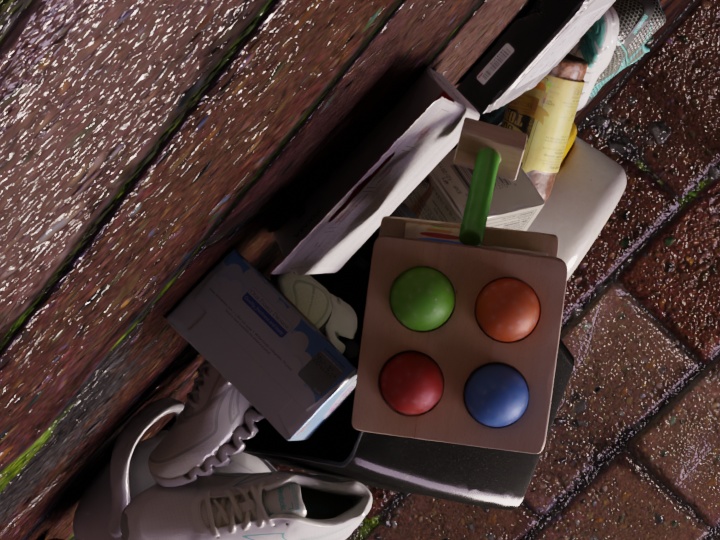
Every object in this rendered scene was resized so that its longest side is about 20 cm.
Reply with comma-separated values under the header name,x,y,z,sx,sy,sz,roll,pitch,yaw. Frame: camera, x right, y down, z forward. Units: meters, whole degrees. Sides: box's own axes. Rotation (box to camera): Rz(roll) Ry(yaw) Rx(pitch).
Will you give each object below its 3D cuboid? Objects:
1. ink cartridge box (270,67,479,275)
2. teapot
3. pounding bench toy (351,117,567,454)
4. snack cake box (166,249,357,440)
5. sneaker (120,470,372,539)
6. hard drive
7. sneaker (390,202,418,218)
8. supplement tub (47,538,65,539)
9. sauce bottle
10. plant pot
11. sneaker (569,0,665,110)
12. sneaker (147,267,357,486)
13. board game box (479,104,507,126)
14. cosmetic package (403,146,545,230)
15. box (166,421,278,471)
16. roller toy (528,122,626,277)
name,x,y,z,sx,sy,sz,roll,pitch,yaw
ink cartridge box,0.001,-0.068,1.279,0.161,0.050,0.200,-47,171,8
teapot,-0.135,0.195,1.576,0.146,0.197,0.200,-63,-167,-11
pounding bench toy,0.069,0.003,1.238,0.156,0.124,0.200,-66,163,-82
snack cake box,-0.061,0.056,1.306,0.067,0.115,0.200,-46,176,-2
sneaker,-0.085,0.181,1.452,0.200,0.071,0.080,-4,164,-22
hard drive,0.161,-0.203,1.584,0.140,0.038,0.200,-48,176,22
sneaker,0.000,0.000,1.645,0.085,0.074,0.200,-43,175,-27
supplement tub,-0.297,0.330,1.606,0.200,0.107,0.107,-44,175,-30
sauce bottle,0.155,-0.106,1.746,0.066,0.066,0.200,-32,138,-73
plant pot,0.050,0.091,1.510,0.200,0.177,0.200,-3,-118,62
sneaker,0.236,-0.209,1.810,0.091,0.078,0.200,-17,170,-13
sneaker,-0.097,0.080,1.447,0.200,0.081,0.075,-46,-156,-3
board game box,0.092,-0.110,1.828,0.135,0.028,0.200,-49,175,39
cosmetic package,0.070,-0.022,1.729,0.103,0.087,0.200,-13,149,-37
box,-0.148,0.209,1.830,0.106,0.122,0.200,-45,176,-11
roller toy,0.163,-0.058,1.875,0.183,0.140,0.200,-57,178,-4
